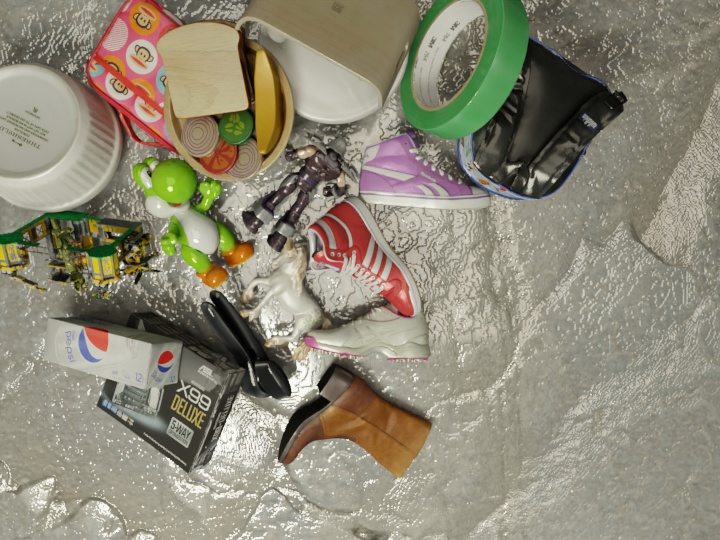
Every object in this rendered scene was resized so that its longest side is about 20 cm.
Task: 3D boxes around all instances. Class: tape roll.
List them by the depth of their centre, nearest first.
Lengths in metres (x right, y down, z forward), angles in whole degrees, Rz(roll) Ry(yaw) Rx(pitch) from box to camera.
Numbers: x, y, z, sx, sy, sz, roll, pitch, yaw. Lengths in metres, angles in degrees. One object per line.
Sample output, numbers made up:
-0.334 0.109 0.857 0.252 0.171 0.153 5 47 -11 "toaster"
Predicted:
0.131 -0.280 0.747 0.048 0.200 0.202 11 98 -31 "tape roll"

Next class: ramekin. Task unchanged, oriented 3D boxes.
-0.444 -0.188 0.771 0.200 0.094 0.204 0 82 -3 "ramekin"
-0.036 -0.304 0.783 0.200 0.094 0.204 0 98 -1 "ramekin"

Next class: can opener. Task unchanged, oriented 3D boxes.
-0.173 0.114 0.843 0.078 0.064 0.201 -21 112 20 "can opener"

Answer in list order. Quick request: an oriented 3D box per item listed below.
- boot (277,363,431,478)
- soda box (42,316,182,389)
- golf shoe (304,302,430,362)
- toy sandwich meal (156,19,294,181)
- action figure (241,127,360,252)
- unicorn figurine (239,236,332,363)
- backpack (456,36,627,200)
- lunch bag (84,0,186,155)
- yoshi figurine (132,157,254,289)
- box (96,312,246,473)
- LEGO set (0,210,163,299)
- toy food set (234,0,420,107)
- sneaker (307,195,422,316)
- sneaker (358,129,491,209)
-0.012 0.272 0.899 0.199 0.068 0.189 36 88 -13 "boot"
-0.356 0.114 0.802 0.198 0.068 0.064 9 91 23 "soda box"
0.013 0.093 0.858 0.198 0.075 0.092 5 84 -17 "golf shoe"
-0.178 -0.215 0.716 0.203 0.070 0.207 2 102 11 "toy sandwich meal"
-0.086 -0.126 0.816 0.130 0.070 0.200 38 105 -24 "action figure"
-0.112 0.039 0.844 0.137 0.074 0.200 -33 125 6 "unicorn figurine"
0.227 -0.197 0.785 0.199 0.154 0.192 28 87 -2 "backpack"
-0.279 -0.261 0.800 0.200 0.082 0.177 38 100 -7 "lunch bag"
-0.238 -0.077 0.793 0.112 0.113 0.201 -32 109 12 "yoshi figurine"
-0.283 0.175 0.832 0.199 0.050 0.159 26 98 21 "box"
-0.393 -0.003 0.789 0.198 0.154 0.117 4 118 -2 "LEGO set"
-0.034 -0.303 0.689 0.199 0.060 0.144 27 68 -7 "toy food set"
0.000 0.000 0.815 0.112 0.071 0.201 -33 88 -29 "sneaker"
0.100 -0.148 0.829 0.198 0.073 0.115 5 95 -2 "sneaker"
